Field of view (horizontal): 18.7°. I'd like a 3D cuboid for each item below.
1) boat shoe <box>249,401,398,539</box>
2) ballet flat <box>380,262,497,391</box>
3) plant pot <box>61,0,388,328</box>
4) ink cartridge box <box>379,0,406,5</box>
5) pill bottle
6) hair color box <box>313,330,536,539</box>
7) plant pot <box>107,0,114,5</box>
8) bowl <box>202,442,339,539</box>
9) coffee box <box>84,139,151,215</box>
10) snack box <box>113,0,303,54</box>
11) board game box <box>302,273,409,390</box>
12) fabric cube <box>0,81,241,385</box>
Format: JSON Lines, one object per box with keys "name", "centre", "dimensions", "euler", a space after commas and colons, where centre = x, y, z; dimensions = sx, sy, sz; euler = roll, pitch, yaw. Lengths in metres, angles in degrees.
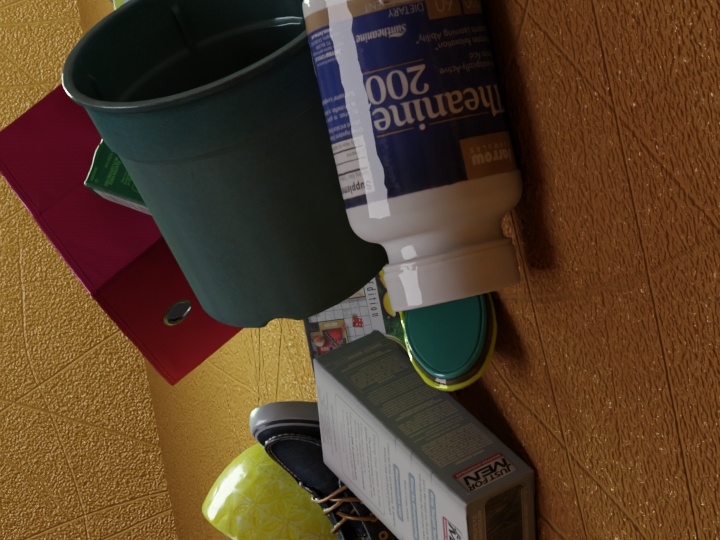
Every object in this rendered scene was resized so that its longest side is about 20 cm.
{"name": "boat shoe", "centre": [-0.007, 0.171, 1.679], "dimensions": [0.071, 0.200, 0.092], "euler": [-24, 51, 36]}
{"name": "ballet flat", "centre": [0.058, 0.026, 1.506], "dimensions": [0.067, 0.066, 0.201], "euler": [59, -175, -40]}
{"name": "plant pot", "centre": [-0.074, -0.081, 1.475], "dimensions": [0.200, 0.199, 0.197], "euler": [-124, 12, -60]}
{"name": "ink cartridge box", "centre": [0.019, -0.275, 1.280], "dimensions": [0.201, 0.084, 0.147], "euler": [-114, 16, -45]}
{"name": "pill bottle", "centre": [0.037, -0.082, 1.335], "dimensions": [0.111, 0.110, 0.202], "euler": [172, 85, -78]}
{"name": "hair color box", "centre": [0.044, 0.138, 1.548], "dimensions": [0.200, 0.060, 0.100], "euler": [42, 146, 46]}
{"name": "plant pot", "centre": [-0.122, -0.322, 1.694], "dimensions": [0.184, 0.199, 0.201], "euler": [117, 141, -49]}
{"name": "bowl", "centre": [-0.022, 0.184, 1.820], "dimensions": [0.200, 0.199, 0.109], "euler": [-144, 75, -73]}
{"name": "coffee box", "centre": [-0.104, -0.085, 1.714], "dimensions": [0.044, 0.198, 0.124], "euler": [58, -129, -74]}
{"name": "snack box", "centre": [-0.081, -0.213, 1.554], "dimensions": [0.068, 0.198, 0.170], "euler": [-48, -43, -52]}
{"name": "board game box", "centre": [0.000, 0.000, 1.639], "dimensions": [0.023, 0.104, 0.202], "euler": [-31, -69, -68]}
{"name": "fabric cube", "centre": [-0.163, -0.062, 1.859], "dimensions": [0.200, 0.199, 0.196], "euler": [50, 176, 30]}
